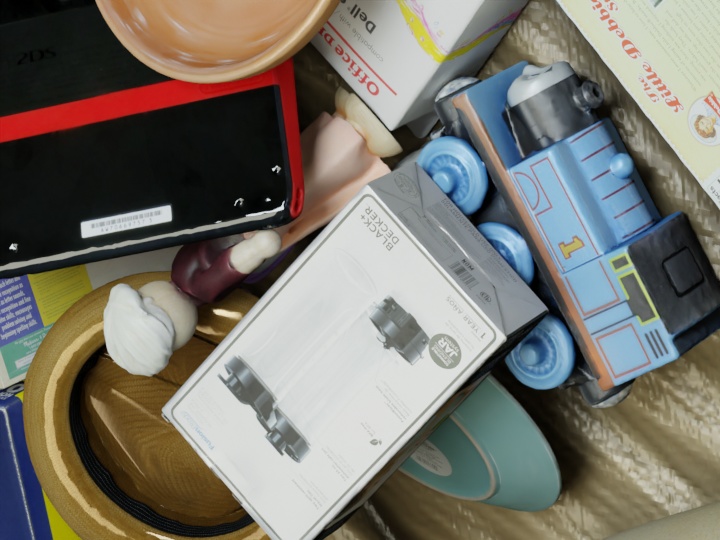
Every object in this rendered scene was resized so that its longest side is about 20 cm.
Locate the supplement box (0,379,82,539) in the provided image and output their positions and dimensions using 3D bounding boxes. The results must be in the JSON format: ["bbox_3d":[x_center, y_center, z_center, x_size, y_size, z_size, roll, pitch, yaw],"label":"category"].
[{"bbox_3d":[-0.176,0.089,1.881,0.108,0.200,0.110,7,115,41],"label":"supplement box"}]

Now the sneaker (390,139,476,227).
[{"bbox_3d":[0.000,0.000,1.760,0.074,0.088,0.200,45,135,14],"label":"sneaker"}]

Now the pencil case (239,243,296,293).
[{"bbox_3d":[-0.116,-0.076,1.772,0.200,0.086,0.084,38,173,-19],"label":"pencil case"}]

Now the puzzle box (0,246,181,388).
[{"bbox_3d":[-0.165,-0.027,1.813,0.025,0.199,0.134,-2,110,52],"label":"puzzle box"}]

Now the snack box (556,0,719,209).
[{"bbox_3d":[0.198,-0.105,1.560,0.200,0.037,0.116,53,135,8],"label":"snack box"}]

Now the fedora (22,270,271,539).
[{"bbox_3d":[-0.098,0.088,1.784,0.199,0.082,0.202,2,101,8],"label":"fedora"}]

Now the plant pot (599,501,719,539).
[{"bbox_3d":[0.190,0.208,1.645,0.200,0.187,0.188,-38,84,31],"label":"plant pot"}]

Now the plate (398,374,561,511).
[{"bbox_3d":[0.029,0.081,1.750,0.200,0.026,0.200,32,157,15],"label":"plate"}]

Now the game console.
[{"bbox_3d":[-0.132,-0.093,1.675,0.199,0.031,0.178,-11,75,15],"label":"game console"}]

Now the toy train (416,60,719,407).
[{"bbox_3d":[0.114,-0.024,1.649,0.114,0.087,0.201,-26,91,37],"label":"toy train"}]

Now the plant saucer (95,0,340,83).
[{"bbox_3d":[-0.068,-0.200,1.614,0.199,0.037,0.202,-1,88,37],"label":"plant saucer"}]

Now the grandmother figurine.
[{"bbox_3d":[-0.065,-0.017,1.692,0.061,0.200,0.121,48,179,-6],"label":"grandmother figurine"}]

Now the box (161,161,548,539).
[{"bbox_3d":[-0.006,0.050,1.652,0.117,0.060,0.200,47,119,9],"label":"box"}]

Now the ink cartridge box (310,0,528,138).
[{"bbox_3d":[0.025,-0.163,1.667,0.117,0.067,0.200,48,134,13],"label":"ink cartridge box"}]
